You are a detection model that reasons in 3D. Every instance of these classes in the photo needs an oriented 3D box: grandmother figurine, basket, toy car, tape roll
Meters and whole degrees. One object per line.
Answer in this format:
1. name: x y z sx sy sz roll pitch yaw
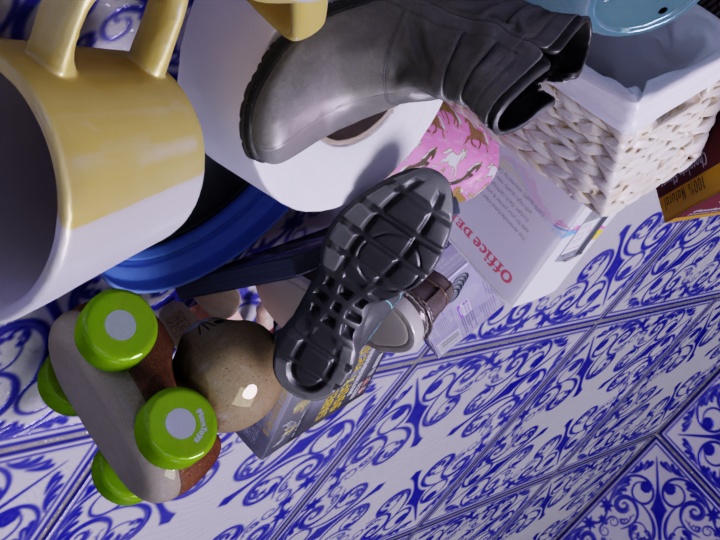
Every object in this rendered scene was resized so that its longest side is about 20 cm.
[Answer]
1. grandmother figurine: -0.121 0.078 1.192 0.121 0.061 0.200 -29 154 -2
2. basket: 0.168 -0.152 1.023 0.135 0.200 0.124 -30 144 -29
3. toy car: -0.120 0.066 1.018 0.200 0.158 0.164 -30 175 -31
4. tape roll: -0.020 -0.142 0.869 0.202 0.071 0.203 -34 141 -33

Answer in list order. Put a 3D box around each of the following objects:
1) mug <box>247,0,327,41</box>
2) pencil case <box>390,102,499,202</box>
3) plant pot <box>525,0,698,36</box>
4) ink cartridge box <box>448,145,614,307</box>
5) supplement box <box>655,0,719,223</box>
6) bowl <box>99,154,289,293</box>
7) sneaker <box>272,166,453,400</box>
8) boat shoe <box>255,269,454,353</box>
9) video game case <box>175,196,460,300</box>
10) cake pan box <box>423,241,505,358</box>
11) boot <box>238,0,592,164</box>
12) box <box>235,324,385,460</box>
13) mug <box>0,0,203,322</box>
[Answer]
1. mug: -0.044 -0.209 0.670 0.149 0.153 0.186 -48 157 13
2. pencil case: 0.042 -0.101 1.097 0.086 0.083 0.200 -9 176 32
3. plant pot: 0.172 -0.239 0.902 0.199 0.135 0.200 -15 153 -8
4. ink cartridge box: 0.163 -0.091 1.221 0.085 0.148 0.200 -15 148 -45
5. supplement box: 0.319 -0.167 1.064 0.132 0.201 0.197 -9 169 -20
6. bowl: -0.114 -0.067 0.963 0.200 0.039 0.201 -34 156 -17
7. sneaker: 0.000 0.000 0.954 0.200 0.075 0.079 -53 -175 27
8. boat shoe: -0.008 0.021 1.087 0.059 0.200 0.072 -40 117 -30
9. video game case: -0.033 -0.019 1.091 0.143 0.019 0.200 -11 -171 45
10. cake pan box: 0.128 -0.001 1.455 0.184 0.052 0.200 -38 157 -2
11. boot: 0.036 -0.113 0.779 0.200 0.130 0.068 -41 144 -25
12. box: -0.032 0.082 1.332 0.158 0.048 0.200 -29 155 -42
13. mug: -0.154 -0.067 0.742 0.186 0.150 0.153 -24 178 35
